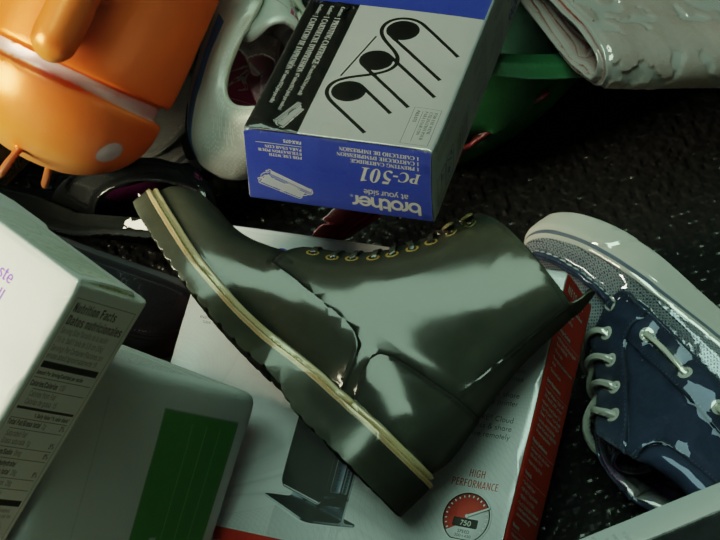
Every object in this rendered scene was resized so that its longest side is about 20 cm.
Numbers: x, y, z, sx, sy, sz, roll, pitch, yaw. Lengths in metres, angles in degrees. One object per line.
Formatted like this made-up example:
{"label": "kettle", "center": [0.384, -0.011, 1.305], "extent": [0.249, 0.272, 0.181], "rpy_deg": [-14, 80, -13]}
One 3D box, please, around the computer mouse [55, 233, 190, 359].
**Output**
{"label": "computer mouse", "center": [-0.169, 0.010, 1.098], "extent": [0.138, 0.199, 0.053], "rpy_deg": [-1, 71, 60]}

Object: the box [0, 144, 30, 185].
{"label": "box", "center": [-0.247, -0.061, 1.168], "extent": [0.021, 0.164, 0.200], "rpy_deg": [35, 67, 16]}

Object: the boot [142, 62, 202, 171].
{"label": "boot", "center": [-0.107, -0.145, 1.238], "extent": [0.073, 0.096, 0.201], "rpy_deg": [7, 54, 21]}

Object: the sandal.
{"label": "sandal", "center": [-0.135, -0.041, 1.156], "extent": [0.199, 0.075, 0.048], "rpy_deg": [10, 94, 35]}

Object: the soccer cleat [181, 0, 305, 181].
{"label": "soccer cleat", "center": [-0.056, -0.148, 1.156], "extent": [0.086, 0.069, 0.202], "rpy_deg": [-30, 55, 51]}

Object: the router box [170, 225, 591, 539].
{"label": "router box", "center": [-0.004, 0.079, 1.022], "extent": [0.198, 0.049, 0.181], "rpy_deg": [7, 73, 24]}

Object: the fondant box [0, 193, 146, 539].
{"label": "fondant box", "center": [-0.199, 0.056, 0.845], "extent": [0.144, 0.058, 0.201], "rpy_deg": [34, 94, 25]}

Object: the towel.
{"label": "towel", "center": [0.171, -0.165, 1.157], "extent": [0.199, 0.032, 0.192], "rpy_deg": [-5, 44, -28]}

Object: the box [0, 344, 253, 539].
{"label": "box", "center": [-0.190, 0.114, 0.958], "extent": [0.199, 0.171, 0.201], "rpy_deg": [16, 88, 27]}

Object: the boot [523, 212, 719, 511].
{"label": "boot", "center": [0.133, 0.050, 1.027], "extent": [0.090, 0.073, 0.200], "rpy_deg": [-37, 52, -22]}

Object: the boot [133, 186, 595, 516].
{"label": "boot", "center": [0.000, 0.000, 0.989], "extent": [0.138, 0.077, 0.200], "rpy_deg": [-44, 73, -4]}

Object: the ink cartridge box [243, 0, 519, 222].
{"label": "ink cartridge box", "center": [0.016, -0.106, 1.032], "extent": [0.093, 0.044, 0.201], "rpy_deg": [8, 41, 14]}

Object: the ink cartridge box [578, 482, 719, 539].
{"label": "ink cartridge box", "center": [0.110, 0.170, 0.924], "extent": [0.199, 0.100, 0.039], "rpy_deg": [-22, 11, -1]}

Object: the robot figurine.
{"label": "robot figurine", "center": [-0.138, -0.137, 1.101], "extent": [0.144, 0.116, 0.201], "rpy_deg": [27, 93, 55]}

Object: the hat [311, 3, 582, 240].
{"label": "hat", "center": [0.045, -0.062, 1.179], "extent": [0.198, 0.177, 0.166], "rpy_deg": [7, 23, -2]}
